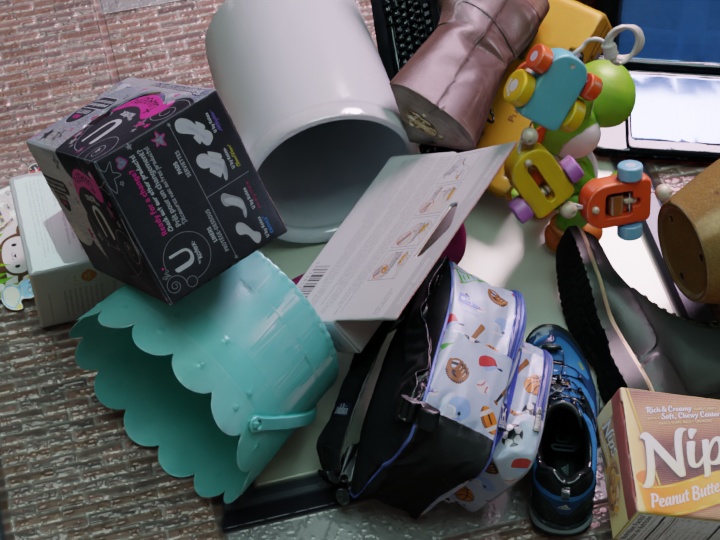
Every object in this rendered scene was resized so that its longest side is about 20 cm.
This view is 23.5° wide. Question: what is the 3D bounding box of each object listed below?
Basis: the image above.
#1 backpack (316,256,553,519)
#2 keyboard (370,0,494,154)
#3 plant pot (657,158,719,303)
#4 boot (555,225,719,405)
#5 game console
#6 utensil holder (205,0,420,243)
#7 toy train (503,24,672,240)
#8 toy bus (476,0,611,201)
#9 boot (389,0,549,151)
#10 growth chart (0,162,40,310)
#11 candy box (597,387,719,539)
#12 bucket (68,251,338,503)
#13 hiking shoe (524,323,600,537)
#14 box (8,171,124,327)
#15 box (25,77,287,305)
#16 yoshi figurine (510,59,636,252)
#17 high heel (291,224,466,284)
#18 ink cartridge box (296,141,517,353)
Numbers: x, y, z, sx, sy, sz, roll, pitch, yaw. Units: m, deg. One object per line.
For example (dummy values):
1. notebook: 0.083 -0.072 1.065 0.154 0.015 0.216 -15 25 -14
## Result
1. backpack: 0.074 0.096 1.428 0.153 0.200 0.192 20 60 -18
2. keyboard: 0.063 -0.189 1.623 0.103 0.040 0.202 -14 80 23
3. plant pot: 0.372 -0.046 1.534 0.198 0.187 0.187 -18 56 -12
4. boot: 0.265 0.045 1.546 0.137 0.078 0.201 -11 66 -16
5. game console: 0.324 -0.205 1.689 0.198 0.119 0.173 4 54 2
6. utensil holder: -0.052 -0.156 1.620 0.168 0.171 0.201 -13 53 -10
7. toy train: 0.187 -0.115 1.474 0.149 0.201 0.056 -15 29 -13
8. toy bus: 0.165 -0.164 1.652 0.065 0.078 0.201 27 87 19
9. boot: 0.062 -0.219 1.562 0.186 0.064 0.201 33 62 -2
10. growth chart: -0.333 -0.025 1.614 0.199 0.018 0.145 -30 61 -19
11. candy box: 0.301 0.169 1.429 0.198 0.055 0.116 8 53 -14
12. bucket: -0.125 0.076 1.434 0.207 0.208 0.135 36 62 23
13. hiking shoe: 0.175 0.122 1.470 0.074 0.087 0.201 -2 55 -3
14. box: -0.202 -0.035 1.543 0.198 0.125 0.098 -12 68 -11
15. box: -0.168 -0.068 1.365 0.114 0.133 0.200 -34 21 -18
16. yoshi figurine: 0.205 -0.115 1.571 0.111 0.201 0.113 14 54 11
17. high heel: 0.000 0.000 1.550 0.198 0.096 0.068 -10 55 -8
18. ink cartridge box: 0.037 -0.018 1.456 0.176 0.045 0.201 -1 46 53
